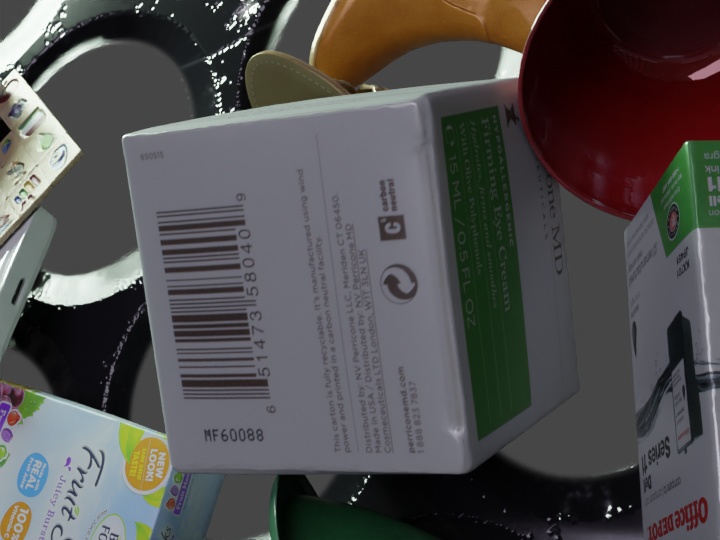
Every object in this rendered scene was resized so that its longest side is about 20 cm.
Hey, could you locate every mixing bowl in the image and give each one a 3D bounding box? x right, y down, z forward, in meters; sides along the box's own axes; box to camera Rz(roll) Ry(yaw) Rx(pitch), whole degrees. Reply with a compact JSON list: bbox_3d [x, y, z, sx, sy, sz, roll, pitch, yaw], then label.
[{"bbox_3d":[0.186,-0.135,0.824,0.199,0.200,0.109,-23,35,22],"label":"mixing bowl"}]

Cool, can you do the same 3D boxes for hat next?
[{"bbox_3d":[0.065,0.177,0.827,0.175,0.201,0.166,-19,27,8],"label":"hat"}]

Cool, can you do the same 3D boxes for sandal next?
[{"bbox_3d":[0.022,-0.082,0.966,0.211,0.070,0.078,37,135,18],"label":"sandal"}]

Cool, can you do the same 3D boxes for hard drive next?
[{"bbox_3d":[-0.325,0.021,1.116,0.199,0.027,0.133,-5,56,37],"label":"hard drive"}]

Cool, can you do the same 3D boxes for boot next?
[{"bbox_3d":[0.070,-0.167,0.951,0.201,0.071,0.144,-49,57,4],"label":"boot"}]

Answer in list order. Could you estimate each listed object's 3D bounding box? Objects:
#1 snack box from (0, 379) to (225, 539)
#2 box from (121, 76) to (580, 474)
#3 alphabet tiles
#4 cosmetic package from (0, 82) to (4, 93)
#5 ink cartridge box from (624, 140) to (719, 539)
[{"bbox_3d":[-0.206,0.177,1.010,0.199,0.068,0.170,12,80,31],"label":"snack box"},{"bbox_3d":[0.000,0.000,0.846,0.199,0.171,0.201,-3,99,29],"label":"box"},{"bbox_3d":[-0.308,-0.051,1.132,0.200,0.008,0.167,-47,41,1],"label":"alphabet tiles"},{"bbox_3d":[-0.394,-0.160,1.205,0.199,0.071,0.102,28,79,37],"label":"cosmetic package"},{"bbox_3d":[0.196,0.052,0.758,0.082,0.147,0.202,0,72,-3],"label":"ink cartridge box"}]
